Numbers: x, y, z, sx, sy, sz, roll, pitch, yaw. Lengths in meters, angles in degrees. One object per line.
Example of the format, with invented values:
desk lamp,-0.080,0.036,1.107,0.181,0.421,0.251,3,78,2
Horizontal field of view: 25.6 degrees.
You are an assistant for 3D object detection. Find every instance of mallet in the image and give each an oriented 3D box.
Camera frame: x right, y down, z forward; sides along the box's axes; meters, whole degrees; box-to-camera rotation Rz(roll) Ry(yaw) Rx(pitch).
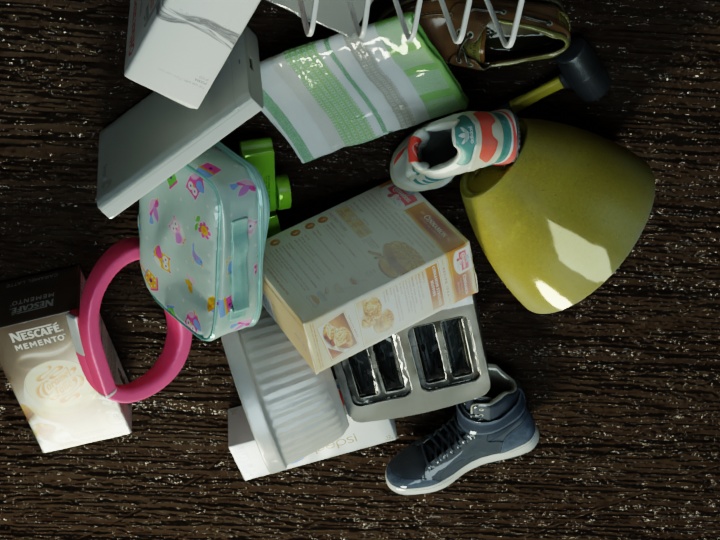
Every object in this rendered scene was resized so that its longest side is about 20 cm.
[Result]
mallet,0.163,-0.183,1.671,0.198,0.041,0.066,-21,130,15

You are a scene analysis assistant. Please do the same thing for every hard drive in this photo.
hard drive,-0.183,-0.151,1.592,0.199,0.133,0.026,-33,127,19

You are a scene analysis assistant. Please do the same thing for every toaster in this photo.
toaster,0.048,0.068,1.806,0.178,0.119,0.202,-11,130,4

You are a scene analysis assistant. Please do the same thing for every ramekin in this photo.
ramekin,-0.086,0.117,1.786,0.104,0.201,0.202,-20,129,-2

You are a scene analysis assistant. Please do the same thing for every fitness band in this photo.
fitness band,-0.252,0.059,1.762,0.143,0.037,0.202,-37,135,-32

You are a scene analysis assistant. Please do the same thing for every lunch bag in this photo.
lunch bag,-0.162,-0.034,1.661,0.077,0.160,0.202,-21,128,-37

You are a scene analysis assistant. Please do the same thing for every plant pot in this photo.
plant pot,0.188,-0.078,1.662,0.142,0.201,0.200,37,117,-23

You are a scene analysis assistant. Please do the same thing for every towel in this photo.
towel,-0.006,-0.182,1.610,0.198,0.031,0.149,-15,142,24

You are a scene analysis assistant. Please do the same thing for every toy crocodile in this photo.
toy crocodile,-0.109,-0.058,1.729,0.067,0.062,0.202,-13,127,-9

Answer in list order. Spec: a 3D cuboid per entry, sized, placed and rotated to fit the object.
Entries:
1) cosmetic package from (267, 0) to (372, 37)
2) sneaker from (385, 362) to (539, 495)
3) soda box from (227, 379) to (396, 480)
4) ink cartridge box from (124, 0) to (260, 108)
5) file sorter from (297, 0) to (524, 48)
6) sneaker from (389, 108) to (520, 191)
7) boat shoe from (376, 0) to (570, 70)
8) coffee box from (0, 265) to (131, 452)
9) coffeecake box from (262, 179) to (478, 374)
cosmetic package,-0.009,-0.334,1.496,0.106,0.091,0.200,22,126,-24
sneaker,0.111,0.189,1.929,0.200,0.077,0.147,-23,140,-1
soda box,-0.059,0.186,1.921,0.198,0.069,0.064,-15,129,7
ink cartridge box,-0.144,-0.276,1.485,0.082,0.147,0.201,22,124,-21
file sorter,0.044,-0.283,1.410,0.197,0.125,0.140,1,129,-11
sneaker,0.072,-0.125,1.626,0.092,0.071,0.199,-3,175,-35
boat shoe,0.113,-0.241,1.595,0.197,0.068,0.073,-8,131,1
coffee box,-0.344,0.104,1.814,0.113,0.080,0.201,-14,129,3
coffeecake box,0.000,0.000,1.681,0.198,0.154,0.074,-26,130,-15
